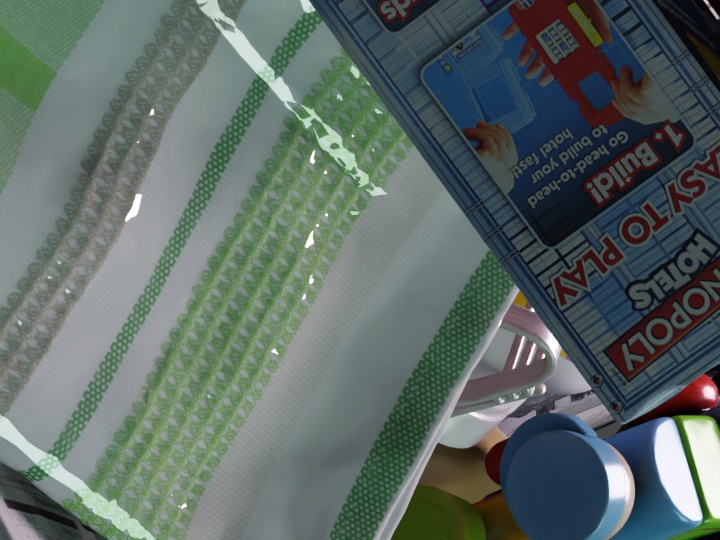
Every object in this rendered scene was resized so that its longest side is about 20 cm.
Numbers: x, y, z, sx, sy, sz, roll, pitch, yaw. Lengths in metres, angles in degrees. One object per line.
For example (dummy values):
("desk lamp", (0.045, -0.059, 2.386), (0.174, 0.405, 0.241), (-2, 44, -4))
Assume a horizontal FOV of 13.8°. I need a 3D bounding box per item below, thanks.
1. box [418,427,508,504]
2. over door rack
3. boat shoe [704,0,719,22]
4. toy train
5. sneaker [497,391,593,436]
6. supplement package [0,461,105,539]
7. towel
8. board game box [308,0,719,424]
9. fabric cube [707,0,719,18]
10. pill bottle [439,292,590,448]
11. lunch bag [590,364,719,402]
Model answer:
("box", (0.008, 0.108, 1.268), (0.163, 0.021, 0.200), (-13, 153, 21))
("over door rack", (0.000, 0.000, 0.973), (0.200, 0.067, 0.148), (-30, -153, 44))
("boat shoe", (0.084, -0.105, 0.886), (0.200, 0.075, 0.068), (-37, 157, -31))
("toy train", (0.046, 0.103, 1.123), (0.200, 0.085, 0.116), (-24, 162, 33))
("sneaker", (0.070, 0.038, 1.288), (0.200, 0.076, 0.114), (-14, 158, -38))
("supplement package", (-0.150, 0.080, 0.758), (0.152, 0.200, 0.151), (-32, 166, 2))
("towel", (-0.036, -0.011, 0.707), (0.200, 0.031, 0.149), (40, 71, -42))
("board game box", (0.039, -0.059, 0.685), (0.062, 0.200, 0.200), (-36, 166, 12))
("fabric cube", (0.164, -0.135, 0.697), (0.200, 0.199, 0.196), (-32, 168, -1))
("pill bottle", (0.084, -0.026, 1.071), (0.200, 0.104, 0.104), (-44, 163, 22))
("lunch bag", (0.145, -0.028, 1.176), (0.200, 0.132, 0.136), (-37, 165, 18))
